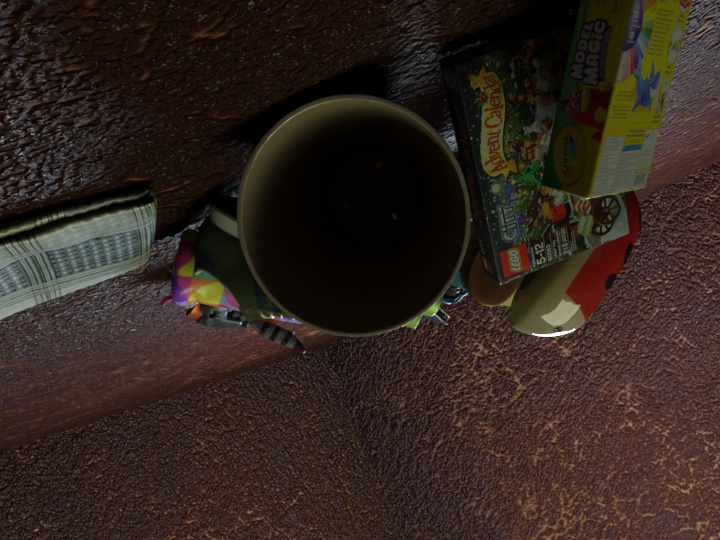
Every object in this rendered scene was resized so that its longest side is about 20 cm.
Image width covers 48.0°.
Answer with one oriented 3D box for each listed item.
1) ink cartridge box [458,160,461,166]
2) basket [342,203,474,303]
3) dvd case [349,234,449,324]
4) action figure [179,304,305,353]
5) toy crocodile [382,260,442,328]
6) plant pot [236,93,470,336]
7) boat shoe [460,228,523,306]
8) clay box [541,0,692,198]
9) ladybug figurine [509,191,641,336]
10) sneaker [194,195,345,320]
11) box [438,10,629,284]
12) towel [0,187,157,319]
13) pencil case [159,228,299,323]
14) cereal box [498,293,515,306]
[{"bbox_3d":[0.216,-0.147,1.135,0.194,0.044,0.200,-24,171,11],"label":"ink cartridge box"},{"bbox_3d":[0.070,-0.044,0.940,0.141,0.175,0.200,-67,172,24],"label":"basket"},{"bbox_3d":[0.000,0.000,0.956,0.148,0.016,0.200,18,164,47],"label":"dvd case"},{"bbox_3d":[-0.153,0.039,1.071,0.191,0.106,0.200,12,154,-20],"label":"action figure"},{"bbox_3d":[0.031,0.033,0.841,0.067,0.063,0.200,18,169,-15],"label":"toy crocodile"},{"bbox_3d":[0.002,-0.057,0.727,0.185,0.189,0.200,-23,-173,9],"label":"plant pot"},{"bbox_3d":[0.156,-0.064,0.783,0.201,0.070,0.070,-57,-167,13],"label":"boat shoe"},{"bbox_3d":[0.203,-0.162,0.623,0.047,0.203,0.114,21,-159,36],"label":"clay box"},{"bbox_3d":[0.228,-0.014,0.834,0.201,0.071,0.136,-57,177,-5],"label":"ladybug figurine"},{"bbox_3d":[-0.078,0.015,0.790,0.091,0.199,0.067,-59,173,22],"label":"sneaker"},{"bbox_3d":[0.156,-0.104,0.704,0.135,0.202,0.038,-21,-155,-10],"label":"box"},{"bbox_3d":[-0.279,-0.007,0.725,0.198,0.035,0.192,-19,172,-21],"label":"towel"},{"bbox_3d":[-0.111,0.011,0.878,0.197,0.090,0.088,9,164,-14],"label":"pencil case"},{"bbox_3d":[0.191,-0.070,0.952,0.039,0.146,0.201,8,-148,16],"label":"cereal box"}]
